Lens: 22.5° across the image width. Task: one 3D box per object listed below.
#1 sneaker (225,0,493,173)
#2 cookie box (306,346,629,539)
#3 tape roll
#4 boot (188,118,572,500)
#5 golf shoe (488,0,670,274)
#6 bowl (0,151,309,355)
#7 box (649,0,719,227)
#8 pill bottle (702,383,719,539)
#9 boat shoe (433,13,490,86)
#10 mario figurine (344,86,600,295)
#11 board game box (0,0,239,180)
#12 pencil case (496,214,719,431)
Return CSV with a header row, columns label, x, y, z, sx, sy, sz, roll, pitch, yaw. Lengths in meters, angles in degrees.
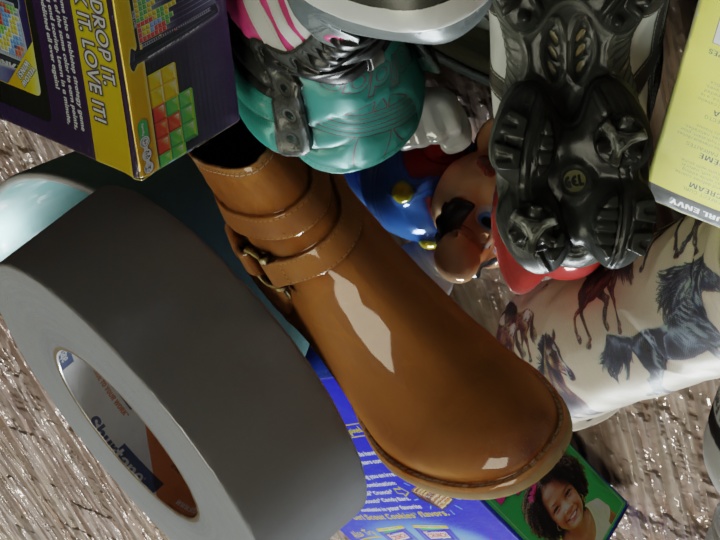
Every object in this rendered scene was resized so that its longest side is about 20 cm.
label,x,y,z,sx,sy,sz,roll,pitch,yaw
sneaker,-0.002,-0.086,0.656,0.200,0.083,0.121,41,157,55
cookie box,0.030,0.105,1.079,0.200,0.075,0.171,46,150,-21
tape roll,-0.087,0.058,0.860,0.200,0.066,0.200,43,159,21
boot,0.000,0.000,0.765,0.200,0.077,0.155,47,171,49
golf shoe,0.078,-0.102,0.667,0.077,0.095,0.201,7,105,3
bowl,-0.098,-0.002,0.999,0.200,0.105,0.201,28,145,22
box,0.149,-0.099,0.641,0.050,0.075,0.200,23,149,12
pill bottle,0.195,0.044,0.683,0.111,0.111,0.201,23,116,19
boat shoe,0.001,-0.139,0.746,0.200,0.060,0.076,26,151,14
mario figurine,0.025,-0.030,0.836,0.200,0.106,0.123,16,-178,44
board game box,-0.128,-0.152,0.654,0.165,0.057,0.200,23,133,34
pencil case,0.141,0.016,0.820,0.078,0.089,0.200,57,149,-1
